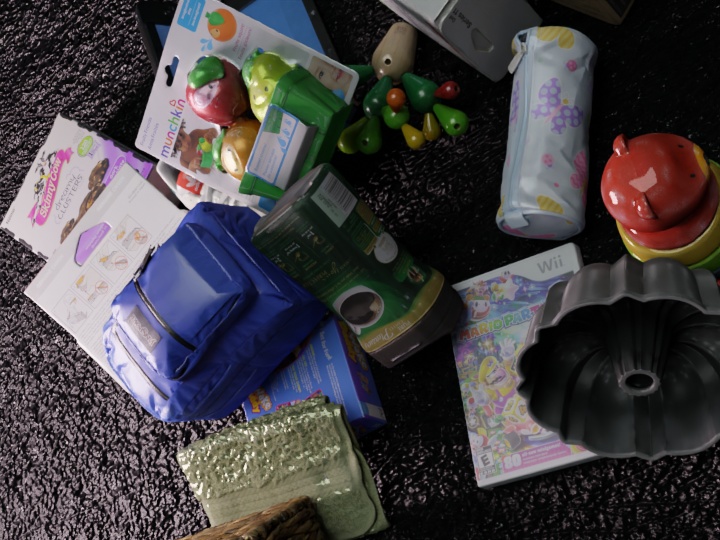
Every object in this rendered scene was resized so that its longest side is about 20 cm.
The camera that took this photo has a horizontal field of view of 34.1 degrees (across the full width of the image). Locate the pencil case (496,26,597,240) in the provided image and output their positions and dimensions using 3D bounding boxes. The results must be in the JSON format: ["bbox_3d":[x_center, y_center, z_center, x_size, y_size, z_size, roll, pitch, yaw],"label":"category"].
[{"bbox_3d":[0.176,-0.129,1.108,0.083,0.091,0.200,-3,74,32],"label":"pencil case"}]

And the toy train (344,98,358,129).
[{"bbox_3d":[-0.059,-0.112,1.287,0.046,0.034,0.200,32,93,55],"label":"toy train"}]

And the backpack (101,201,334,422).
[{"bbox_3d":[-0.165,0.047,1.165,0.200,0.168,0.163,-49,64,20],"label":"backpack"}]

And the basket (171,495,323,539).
[{"bbox_3d":[-0.124,0.321,1.101,0.200,0.143,0.149,-23,89,25],"label":"basket"}]

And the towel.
[{"bbox_3d":[-0.079,0.211,1.158,0.200,0.036,0.149,-19,98,25],"label":"towel"}]

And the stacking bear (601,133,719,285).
[{"bbox_3d":[0.260,-0.051,0.958,0.114,0.200,0.122,-20,65,27],"label":"stacking bear"}]

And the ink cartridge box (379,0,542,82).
[{"bbox_3d":[0.070,-0.294,1.197,0.083,0.147,0.200,-52,56,8],"label":"ink cartridge box"}]

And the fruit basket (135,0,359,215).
[{"bbox_3d":[-0.119,-0.156,1.166,0.200,0.094,0.185,26,117,3],"label":"fruit basket"}]

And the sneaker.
[{"bbox_3d":[-0.149,-0.074,1.263,0.200,0.093,0.070,32,95,44],"label":"sneaker"}]

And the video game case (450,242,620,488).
[{"bbox_3d":[0.157,0.088,1.094,0.143,0.018,0.200,-21,64,27],"label":"video game case"}]

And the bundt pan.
[{"bbox_3d":[0.227,0.065,0.960,0.202,0.202,0.076,-20,36,27],"label":"bundt pan"}]

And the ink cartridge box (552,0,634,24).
[{"bbox_3d":[0.161,-0.330,1.136,0.200,0.165,0.075,33,94,36],"label":"ink cartridge box"}]

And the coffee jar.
[{"bbox_3d":[0.000,0.000,1.115,0.104,0.200,0.085,-35,16,39],"label":"coffee jar"}]

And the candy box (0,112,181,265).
[{"bbox_3d":[-0.327,-0.079,1.435,0.200,0.072,0.168,28,92,36],"label":"candy box"}]

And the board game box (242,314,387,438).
[{"bbox_3d":[-0.065,0.094,1.222,0.134,0.045,0.200,-30,60,23],"label":"board game box"}]

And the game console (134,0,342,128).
[{"bbox_3d":[-0.144,-0.265,1.352,0.116,0.176,0.200,-54,48,43],"label":"game console"}]

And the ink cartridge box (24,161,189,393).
[{"bbox_3d":[-0.253,0.008,1.332,0.176,0.045,0.200,42,100,8],"label":"ink cartridge box"}]

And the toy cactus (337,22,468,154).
[{"bbox_3d":[0.019,-0.196,1.225,0.200,0.102,0.165,5,57,22],"label":"toy cactus"}]
